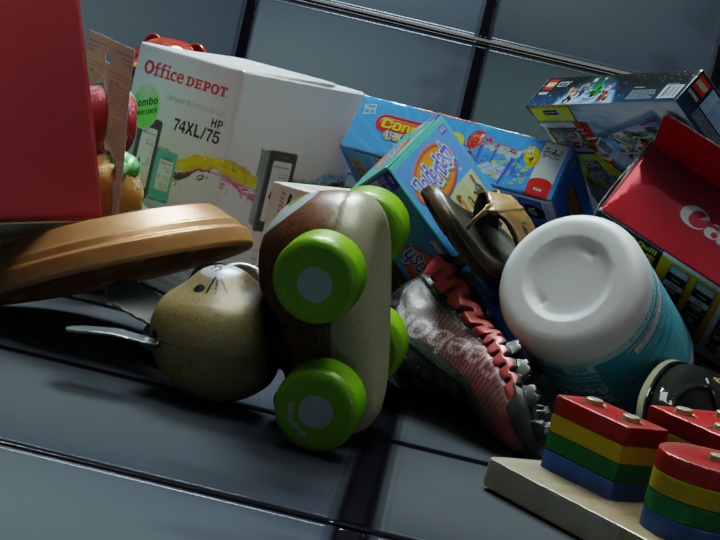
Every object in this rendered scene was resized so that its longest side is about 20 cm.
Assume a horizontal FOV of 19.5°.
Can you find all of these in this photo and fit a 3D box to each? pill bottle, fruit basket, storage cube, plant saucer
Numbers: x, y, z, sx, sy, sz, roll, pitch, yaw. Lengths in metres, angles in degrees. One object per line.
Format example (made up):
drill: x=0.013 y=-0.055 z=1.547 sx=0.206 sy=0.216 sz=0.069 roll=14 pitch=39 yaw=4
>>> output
pill bottle: x=0.183 y=0.048 z=1.558 sx=0.111 sy=0.111 sz=0.200 roll=18 pitch=-18 yaw=31
fruit basket: x=-0.205 y=-0.088 z=1.709 sx=0.094 sy=0.200 sz=0.185 roll=9 pitch=7 yaw=-20
storage cube: x=-0.298 y=-0.105 z=1.469 sx=0.200 sy=0.180 sz=0.171 roll=-2 pitch=-8 yaw=-33
plant saucer: x=-0.176 y=-0.013 z=1.487 sx=0.200 sy=0.037 sz=0.200 roll=-13 pitch=-3 yaw=-1

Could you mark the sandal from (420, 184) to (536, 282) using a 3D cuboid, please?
sandal: x=0.109 y=-0.024 z=1.557 sx=0.200 sy=0.055 sz=0.082 roll=30 pitch=21 yaw=-49

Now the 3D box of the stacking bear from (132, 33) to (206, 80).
stacking bear: x=-0.195 y=-0.119 z=1.958 sx=0.121 sy=0.200 sz=0.114 roll=19 pitch=9 yaw=38

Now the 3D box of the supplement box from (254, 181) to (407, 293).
supplement box: x=0.000 y=0.000 z=1.691 sx=0.074 sy=0.126 sz=0.200 roll=17 pitch=7 yaw=32

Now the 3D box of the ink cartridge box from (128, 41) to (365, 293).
ink cartridge box: x=-0.113 y=-0.080 z=1.809 sx=0.146 sy=0.200 sz=0.147 roll=6 pitch=10 yaw=-45

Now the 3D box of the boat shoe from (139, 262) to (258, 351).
boat shoe: x=-0.106 y=0.028 z=1.524 sx=0.072 sy=0.066 sz=0.200 roll=15 pitch=7 yaw=12

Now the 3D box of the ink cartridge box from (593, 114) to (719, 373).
ink cartridge box: x=0.275 y=0.001 z=1.610 sx=0.200 sy=0.084 sz=0.176 roll=34 pitch=-28 yaw=13

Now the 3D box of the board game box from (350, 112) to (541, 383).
board game box: x=0.084 y=-0.013 z=1.644 sx=0.200 sy=0.045 sz=0.152 roll=55 pitch=27 yaw=-6

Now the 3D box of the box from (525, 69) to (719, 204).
box: x=0.235 y=-0.095 z=1.677 sx=0.137 sy=0.038 sz=0.200 roll=50 pitch=-21 yaw=-23

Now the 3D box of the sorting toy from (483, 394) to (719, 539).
sorting toy: x=0.215 y=0.134 z=1.274 sx=0.200 sy=0.070 sz=0.199 roll=8 pitch=9 yaw=-35

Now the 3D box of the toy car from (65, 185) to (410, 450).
toy car: x=-0.081 y=0.023 z=1.352 sx=0.200 sy=0.158 sz=0.164 roll=3 pitch=15 yaw=12

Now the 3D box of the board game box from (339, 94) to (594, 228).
board game box: x=0.101 y=-0.056 z=1.814 sx=0.196 sy=0.056 sz=0.200 roll=17 pitch=-23 yaw=23

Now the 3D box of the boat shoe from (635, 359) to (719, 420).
boat shoe: x=0.259 y=0.107 z=1.539 sx=0.063 sy=0.074 sz=0.201 roll=8 pitch=-1 yaw=32

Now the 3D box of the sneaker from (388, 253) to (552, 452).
sneaker: x=0.067 y=0.071 z=1.486 sx=0.098 sy=0.071 sz=0.200 roll=-28 pitch=40 yaw=-3
